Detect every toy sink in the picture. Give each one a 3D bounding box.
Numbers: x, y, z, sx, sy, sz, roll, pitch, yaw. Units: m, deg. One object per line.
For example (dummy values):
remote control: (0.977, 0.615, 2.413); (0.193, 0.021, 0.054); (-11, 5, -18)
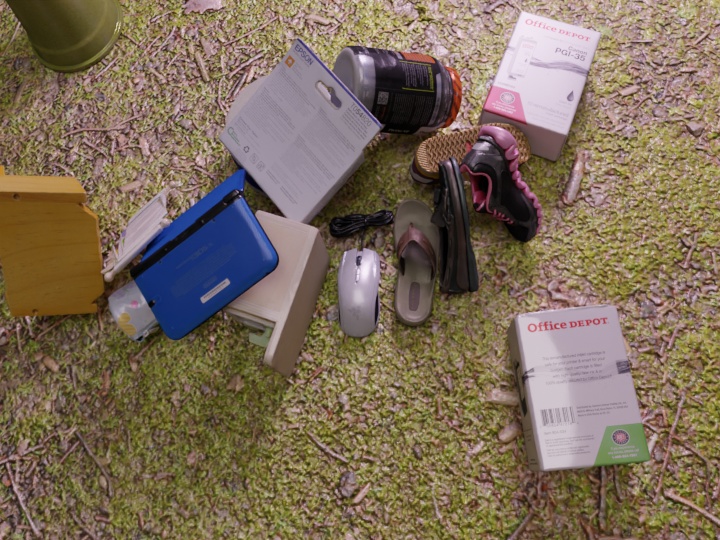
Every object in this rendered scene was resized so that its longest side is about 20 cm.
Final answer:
toy sink: (-0.133, 0.038, 0.842); (0.109, 0.131, 0.206); (15, 75, 11)

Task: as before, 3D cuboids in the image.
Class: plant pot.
plant pot: (-0.579, -0.518, 1.046); (0.193, 0.185, 0.207); (-2, 71, 5)

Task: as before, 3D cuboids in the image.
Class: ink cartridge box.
ink cartridge box: (0.293, 0.163, 0.775); (0.140, 0.084, 0.207); (-6, 71, 4)
ink cartridge box: (-0.090, -0.205, 0.854); (0.200, 0.040, 0.200); (-45, 80, 12)
ink cartridge box: (0.295, -0.308, 0.931); (0.143, 0.083, 0.205); (20, 75, 13)

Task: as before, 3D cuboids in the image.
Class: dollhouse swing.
dollhouse swing: (-0.505, -0.061, 0.907); (0.175, 0.206, 0.177); (-2, 27, -17)

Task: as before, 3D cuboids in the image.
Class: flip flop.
flip flop: (0.084, -0.017, 0.872); (0.078, 0.058, 0.207); (4, 72, 8)

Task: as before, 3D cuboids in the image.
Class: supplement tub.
supplement tub: (0.058, -0.284, 0.900); (0.194, 0.123, 0.126); (-2, 68, -25)

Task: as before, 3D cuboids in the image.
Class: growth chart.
growth chart: (-0.352, -0.066, 0.894); (0.144, 0.018, 0.201); (-40, 30, 5)

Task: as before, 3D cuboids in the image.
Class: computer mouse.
computer mouse: (0.000, 0.000, 0.883); (0.106, 0.044, 0.207); (-2, 72, 6)

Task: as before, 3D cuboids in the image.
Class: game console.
game console: (-0.219, -0.029, 0.815); (0.197, 0.118, 0.173); (-34, 87, 9)

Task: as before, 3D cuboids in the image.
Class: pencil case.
pencil case: (-0.298, 0.023, 0.888); (0.198, 0.084, 0.091); (-38, 49, -8)

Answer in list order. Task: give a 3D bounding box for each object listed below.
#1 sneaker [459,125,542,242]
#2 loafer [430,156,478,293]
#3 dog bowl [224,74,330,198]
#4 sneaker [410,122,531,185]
sneaker: (0.202, -0.108, 0.830); (0.096, 0.202, 0.078); (-46, 33, -17)
loafer: (0.133, -0.061, 0.838); (0.061, 0.072, 0.207); (-11, 102, 4)
dog bowl: (-0.128, -0.229, 0.956); (0.193, 0.079, 0.207); (-2, 71, 5)
sneaker: (0.174, -0.182, 0.904); (0.193, 0.090, 0.078); (-6, 80, -9)
